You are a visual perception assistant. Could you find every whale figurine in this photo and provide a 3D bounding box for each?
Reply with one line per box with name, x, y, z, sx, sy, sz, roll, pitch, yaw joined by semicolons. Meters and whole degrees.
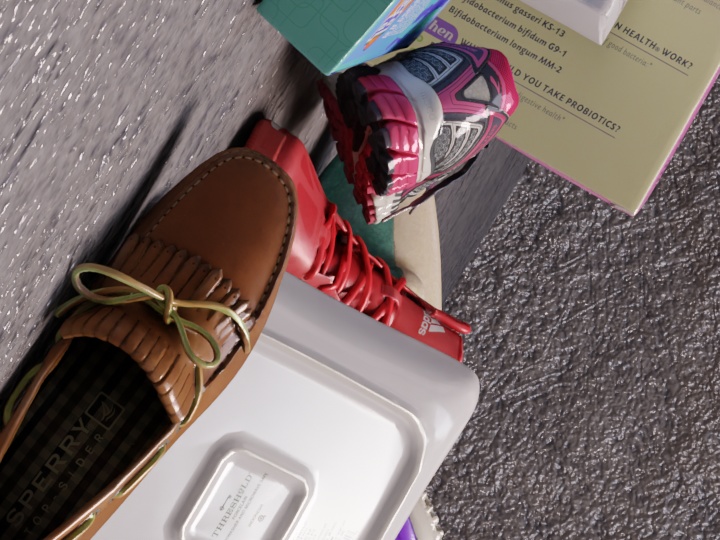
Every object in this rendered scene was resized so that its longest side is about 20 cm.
whale figurine;-0.010;-0.012;1.413;0.159;0.104;0.200;-120;-147;-64

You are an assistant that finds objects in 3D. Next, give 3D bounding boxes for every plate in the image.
plate;-0.056;0.100;1.073;0.200;0.200;0.032;-60;-145;1

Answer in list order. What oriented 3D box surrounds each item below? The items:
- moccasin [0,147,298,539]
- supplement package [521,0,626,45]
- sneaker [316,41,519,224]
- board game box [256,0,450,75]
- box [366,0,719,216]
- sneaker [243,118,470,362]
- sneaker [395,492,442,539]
moccasin;-0.092;0.035;0.971;0.201;0.074;0.078;-49;180;-14
supplement package;0.122;-0.233;1.245;0.200;0.117;0.117;-60;175;1
sneaker;0.028;-0.070;1.217;0.075;0.081;0.200;-20;-175;-7
board game box;0.038;-0.161;1.080;0.152;0.045;0.200;-48;178;13
box;0.126;-0.160;1.360;0.200;0.176;0.097;-61;174;8
sneaker;0.000;0.000;1.207;0.200;0.115;0.078;75;35;-65
sneaker;-0.005;0.169;1.299;0.099;0.200;0.070;-20;-158;-9
